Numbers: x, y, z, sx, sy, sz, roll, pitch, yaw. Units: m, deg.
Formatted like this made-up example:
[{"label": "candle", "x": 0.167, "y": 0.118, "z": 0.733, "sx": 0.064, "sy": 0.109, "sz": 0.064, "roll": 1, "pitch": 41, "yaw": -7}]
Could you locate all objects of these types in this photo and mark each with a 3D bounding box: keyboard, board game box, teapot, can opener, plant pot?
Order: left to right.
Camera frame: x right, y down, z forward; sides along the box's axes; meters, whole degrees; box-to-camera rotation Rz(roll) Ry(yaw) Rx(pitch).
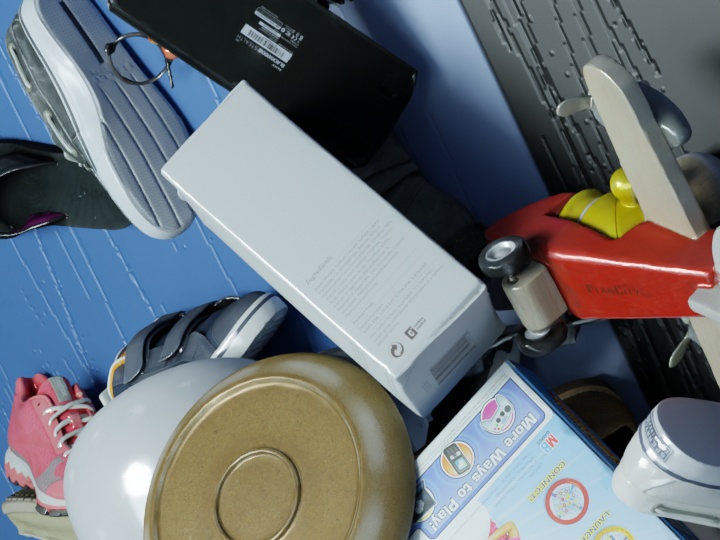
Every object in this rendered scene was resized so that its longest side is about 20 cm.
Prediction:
[{"label": "teapot", "x": -0.098, "y": 0.168, "z": 1.652, "sx": 0.197, "sy": 0.200, "sz": 0.146, "roll": -33, "pitch": 56, "yaw": 8}, {"label": "plant pot", "x": -0.058, "y": 0.142, "z": 1.502, "sx": 0.200, "sy": 0.027, "sz": 0.200, "roll": -14, "pitch": 65, "yaw": 30}, {"label": "keyboard", "x": -0.053, "y": -0.156, "z": 1.530, "sx": 0.200, "sy": 0.040, "sz": 0.104, "roll": 33, "pitch": 99, "yaw": -18}, {"label": "can opener", "x": 0.060, "y": 0.033, "z": 1.538, "sx": 0.200, "sy": 0.053, "sz": 0.067, "roll": -12, "pitch": 93, "yaw": 11}, {"label": "board game box", "x": 0.094, "y": 0.192, "z": 1.453, "sx": 0.200, "sy": 0.056, "sz": 0.196, "roll": -48, "pitch": 64, "yaw": 8}]

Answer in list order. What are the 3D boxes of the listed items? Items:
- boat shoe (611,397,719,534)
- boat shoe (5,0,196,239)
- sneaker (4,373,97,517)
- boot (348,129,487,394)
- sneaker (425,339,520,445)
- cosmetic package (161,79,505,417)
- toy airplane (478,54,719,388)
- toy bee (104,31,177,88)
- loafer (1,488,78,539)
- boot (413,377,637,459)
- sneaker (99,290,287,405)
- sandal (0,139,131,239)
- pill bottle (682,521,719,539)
[{"label": "boat shoe", "x": 0.230, "y": 0.124, "z": 1.419, "sx": 0.070, "sy": 0.200, "sz": 0.071, "roll": -54, "pitch": 43, "yaw": 33}, {"label": "boat shoe", "x": -0.178, "y": -0.104, "z": 1.698, "sx": 0.071, "sy": 0.072, "sz": 0.200, "roll": -41, "pitch": 74, "yaw": 50}, {"label": "sneaker", "x": -0.218, "y": 0.124, "z": 1.802, "sx": 0.200, "sy": 0.074, "sz": 0.087, "roll": 15, "pitch": 113, "yaw": 61}, {"label": "boot", "x": 0.000, "y": 0.000, "z": 1.617, "sx": 0.131, "sy": 0.068, "sz": 0.200, "roll": 46, "pitch": 125, "yaw": 16}, {"label": "sneaker", "x": 0.102, "y": 0.139, "z": 1.610, "sx": 0.115, "sy": 0.076, "sz": 0.201, "roll": 11, "pitch": 99, "yaw": -14}, {"label": "cosmetic package", "x": -0.016, "y": -0.012, "z": 1.476, "sx": 0.200, "sy": 0.081, "sz": 0.113, "roll": 42, "pitch": 175, "yaw": 17}, {"label": "toy airplane", "x": 0.183, "y": -0.018, "z": 1.406, "sx": 0.199, "sy": 0.141, "sz": 0.200, "roll": 34, "pitch": 144, "yaw": 6}, {"label": "toy bee", "x": -0.101, "y": -0.183, "z": 1.563, "sx": 0.131, "sy": 0.109, "sz": 0.200, "roll": -7, "pitch": 126, "yaw": -7}, {"label": "loafer", "x": -0.187, "y": 0.194, "z": 1.843, "sx": 0.200, "sy": 0.076, "sz": 0.068, "roll": 1, "pitch": 107, "yaw": 37}, {"label": "boot", "x": 0.083, "y": 0.138, "z": 1.529, "sx": 0.200, "sy": 0.075, "sz": 0.074, "roll": -32, "pitch": 110, "yaw": 1}, {"label": "sneaker", "x": -0.126, "y": 0.065, "z": 1.728, "sx": 0.079, "sy": 0.078, "sz": 0.200, "roll": 44, "pitch": 133, "yaw": 4}, {"label": "sandal", "x": -0.243, "y": -0.056, "z": 1.776, "sx": 0.200, "sy": 0.048, "sz": 0.075, "roll": -4, "pitch": 110, "yaw": 38}, {"label": "pill bottle", "x": 0.180, "y": 0.199, "z": 1.510, "sx": 0.200, "sy": 0.112, "sz": 0.112, "roll": -20, "pitch": 100, "yaw": 17}]
